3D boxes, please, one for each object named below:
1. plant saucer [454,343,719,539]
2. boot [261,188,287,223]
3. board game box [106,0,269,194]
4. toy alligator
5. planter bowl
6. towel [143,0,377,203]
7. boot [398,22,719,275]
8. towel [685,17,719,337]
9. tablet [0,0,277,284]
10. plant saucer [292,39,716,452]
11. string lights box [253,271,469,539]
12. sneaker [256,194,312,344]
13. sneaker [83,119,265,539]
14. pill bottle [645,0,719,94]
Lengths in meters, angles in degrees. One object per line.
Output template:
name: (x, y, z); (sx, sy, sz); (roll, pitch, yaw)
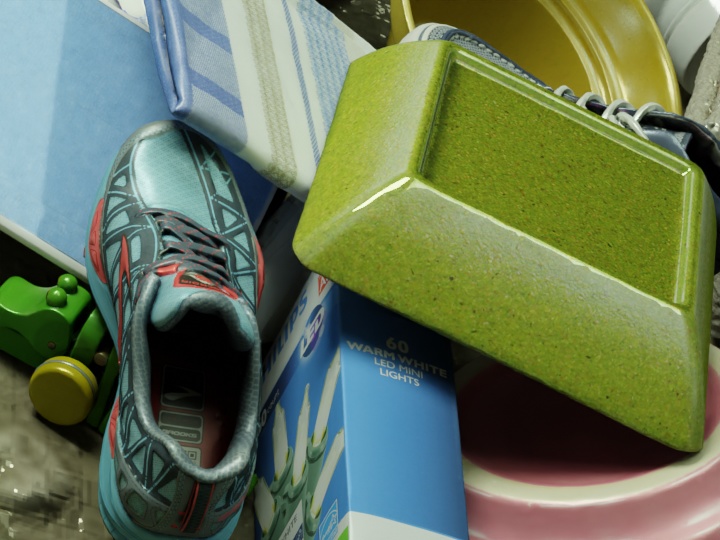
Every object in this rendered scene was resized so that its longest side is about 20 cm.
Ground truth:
plant saucer: (0.105, 0.083, 1.303); (0.200, 0.051, 0.201); (-8, 28, 4)
boot: (-0.132, -0.075, 1.391); (0.200, 0.066, 0.165); (39, 37, -1)
board game box: (-0.145, -0.123, 1.343); (0.200, 0.026, 0.200); (0, 72, -27)
toy alligator: (-0.123, 0.030, 1.271); (0.200, 0.054, 0.059); (35, 34, 1)
planter bowl: (0.074, -0.102, 1.542); (0.200, 0.083, 0.200); (22, 53, -33)
towel: (-0.033, -0.081, 1.334); (0.200, 0.024, 0.147); (33, 33, -44)
boot: (0.115, -0.067, 1.428); (0.200, 0.090, 0.073); (39, 44, -20)
towel: (0.210, -0.068, 1.589); (0.034, 0.133, 0.200); (-1, 30, 19)
tablet: (-0.132, -0.067, 1.306); (0.200, 0.014, 0.130); (33, 60, -14)
plant saucer: (0.081, -0.027, 1.300); (0.200, 0.048, 0.200); (26, 31, -6)
string lights box: (-0.002, 0.091, 1.253); (0.059, 0.103, 0.200); (16, 38, -17)
sneaker: (0.000, 0.000, 1.395); (0.087, 0.075, 0.200); (48, 37, 11)
sneaker: (-0.067, 0.019, 1.208); (0.079, 0.096, 0.200); (2, 65, -18)
pill bottle: (0.176, -0.203, 1.745); (0.109, 0.109, 0.200); (-5, 51, -43)
